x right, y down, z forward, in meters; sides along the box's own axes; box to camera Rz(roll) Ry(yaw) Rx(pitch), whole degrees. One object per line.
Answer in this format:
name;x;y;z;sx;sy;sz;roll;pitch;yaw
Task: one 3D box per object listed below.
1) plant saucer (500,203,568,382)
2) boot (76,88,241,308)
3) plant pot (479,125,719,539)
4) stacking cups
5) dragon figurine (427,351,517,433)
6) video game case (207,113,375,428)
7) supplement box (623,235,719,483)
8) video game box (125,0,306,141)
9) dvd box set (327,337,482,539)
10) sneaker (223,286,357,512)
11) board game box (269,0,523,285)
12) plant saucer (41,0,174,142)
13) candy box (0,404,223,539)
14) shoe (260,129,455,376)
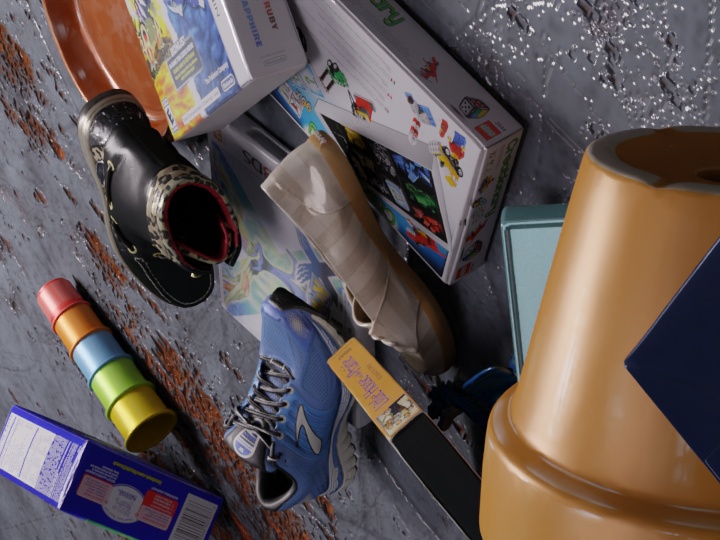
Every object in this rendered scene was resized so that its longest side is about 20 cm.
plant saucer;0.117;0.064;0.859;0.069;0.019;0.202;-2;100;34
boot;-0.139;-0.024;1.160;0.154;0.073;0.205;42;158;47
plant pot;0.156;0.038;0.693;0.199;0.199;0.185;23;118;49
stacking cups;-0.262;0.093;1.544;0.200;0.060;0.061;49;149;28
dragon figurine;0.101;0.074;0.927;0.100;0.059;0.200;54;152;13
video game case;-0.052;-0.004;1.151;0.182;0.022;0.202;39;144;36
supplement box;0.229;-0.009;0.499;0.135;0.199;0.201;52;150;17
video game box;-0.112;-0.195;1.019;0.200;0.046;0.184;-19;88;68
dvd box set;0.049;0.124;0.975;0.147;0.029;0.200;51;177;-16
sneaker;-0.053;0.104;1.129;0.078;0.089;0.202;32;139;40
board game box;0.013;-0.102;0.945;0.200;0.034;0.127;48;150;25
plant saucer;-0.192;-0.193;1.207;0.200;0.032;0.202;38;143;36
candy box;-0.259;0.213;1.537;0.168;0.078;0.199;30;170;-32
shoe;0.000;0.000;0.994;0.070;0.053;0.201;36;161;56
